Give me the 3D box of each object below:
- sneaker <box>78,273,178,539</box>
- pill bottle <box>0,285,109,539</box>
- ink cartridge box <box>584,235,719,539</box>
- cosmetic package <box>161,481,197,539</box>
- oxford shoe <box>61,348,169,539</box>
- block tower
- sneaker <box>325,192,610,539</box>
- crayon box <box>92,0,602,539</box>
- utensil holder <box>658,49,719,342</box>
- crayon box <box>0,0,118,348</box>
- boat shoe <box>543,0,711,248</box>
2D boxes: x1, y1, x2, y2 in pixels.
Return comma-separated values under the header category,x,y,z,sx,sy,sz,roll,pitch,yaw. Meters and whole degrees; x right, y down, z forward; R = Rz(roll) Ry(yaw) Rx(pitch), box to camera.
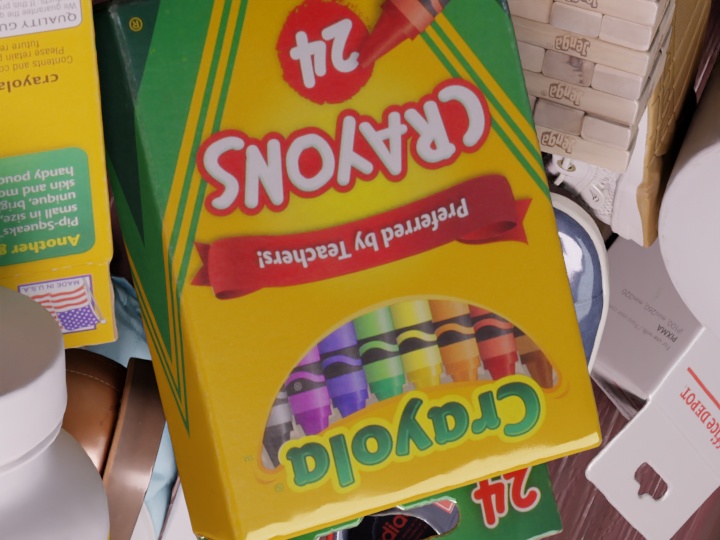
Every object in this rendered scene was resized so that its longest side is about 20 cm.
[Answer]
category,x,y,z,sx,sy,sz,roll,pitch,yaw
sneaker,-0.110,0.019,0.938,0.082,0.073,0.201,-69,156,-46
pill bottle,-0.130,0.109,0.812,0.112,0.112,0.201,-20,124,-38
ink cartridge box,0.159,0.017,1.235,0.200,0.067,0.116,-51,146,-5
cosmetic package,0.000,0.000,0.993,0.151,0.051,0.201,-54,165,-64
oxford shoe,-0.120,0.106,0.909,0.071,0.071,0.201,15,117,-8
block tower,0.083,-0.131,0.885,0.058,0.054,0.201,-61,164,-50
sneaker,0.042,0.065,1.113,0.085,0.075,0.201,-51,164,-67
crayon box,-0.002,0.003,0.845,0.126,0.051,0.201,-16,96,-20
utensil holder,0.220,-0.067,1.077,0.170,0.169,0.200,80,31,-48
crayon box,-0.140,-0.058,0.784,0.125,0.052,0.201,-9,133,-9
boat shoe,0.090,-0.071,1.045,0.200,0.069,0.071,84,29,-65
